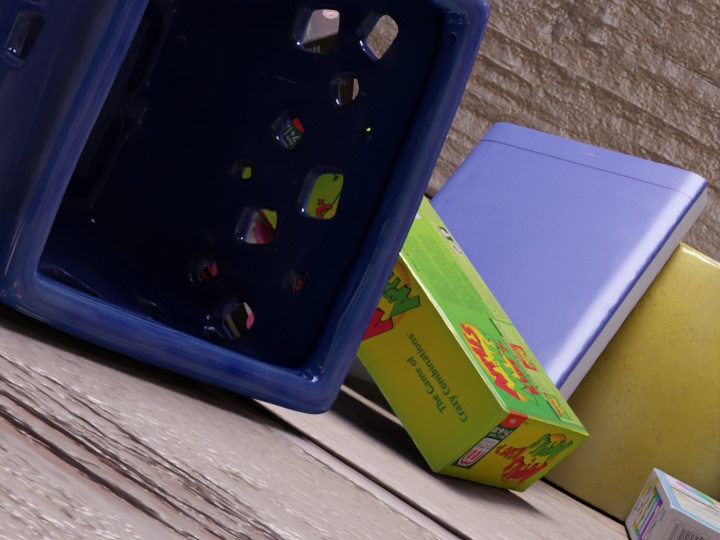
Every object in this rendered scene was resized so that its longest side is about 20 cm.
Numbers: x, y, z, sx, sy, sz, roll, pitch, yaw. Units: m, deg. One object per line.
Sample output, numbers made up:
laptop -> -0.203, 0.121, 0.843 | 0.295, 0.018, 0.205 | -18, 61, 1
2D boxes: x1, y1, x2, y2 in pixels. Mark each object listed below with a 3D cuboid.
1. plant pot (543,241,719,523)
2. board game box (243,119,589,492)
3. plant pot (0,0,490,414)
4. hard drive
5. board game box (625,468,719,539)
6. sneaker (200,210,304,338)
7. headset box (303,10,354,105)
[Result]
plant pot -> 0.159, 0.054, 1.565 | 0.199, 0.143, 0.200 | 27, 5, -2
board game box -> 0.022, 0.011, 1.363 | 0.201, 0.048, 0.101 | 56, 17, 24
plant pot -> -0.094, -0.074, 1.196 | 0.199, 0.201, 0.179 | 23, -1, -45
hard drive -> 0.083, -0.001, 1.488 | 0.131, 0.026, 0.200 | 16, 44, 25
board game box -> 0.230, 0.169, 1.403 | 0.199, 0.034, 0.134 | 28, 5, 1
sneaker -> -0.063, -0.008, 1.434 | 0.074, 0.087, 0.200 | 45, 19, -29
headset box -> -0.123, -0.111, 1.412 | 0.199, 0.075, 0.149 | -18, 49, -22
